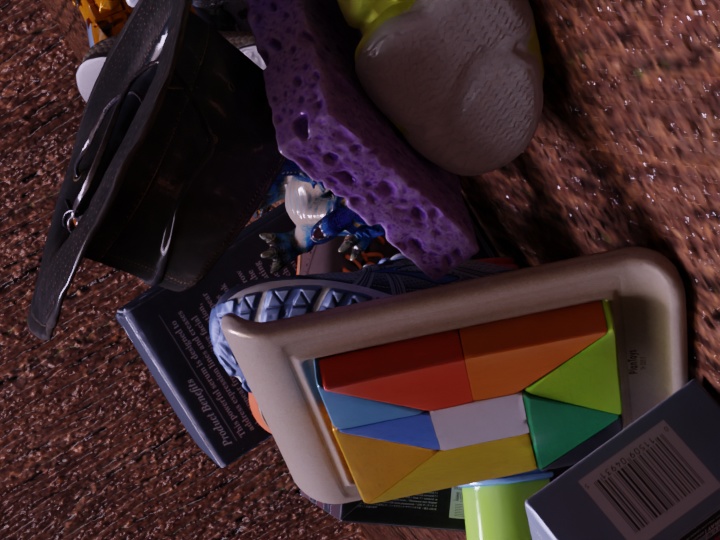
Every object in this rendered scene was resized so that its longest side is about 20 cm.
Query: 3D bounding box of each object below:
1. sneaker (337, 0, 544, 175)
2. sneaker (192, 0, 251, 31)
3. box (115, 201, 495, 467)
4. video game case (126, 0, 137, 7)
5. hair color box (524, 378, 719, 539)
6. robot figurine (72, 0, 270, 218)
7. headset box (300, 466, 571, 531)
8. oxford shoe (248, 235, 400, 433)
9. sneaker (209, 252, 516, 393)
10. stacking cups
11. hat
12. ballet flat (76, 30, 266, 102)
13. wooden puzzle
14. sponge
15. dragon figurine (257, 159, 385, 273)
[{"bbox_3d":[0.016,-0.139,0.779,0.105,0.075,0.201,-102,-14,-59],"label":"sneaker"},{"bbox_3d":[-0.073,-0.179,1.089,0.114,0.075,0.200,57,178,-3],"label":"sneaker"},{"bbox_3d":[-0.035,0.016,1.126,0.107,0.199,0.148,58,172,-4],"label":"box"},{"bbox_3d":[-0.166,-0.281,1.163,0.182,0.024,0.201,-109,2,-65],"label":"video game case"},{"bbox_3d":[0.142,0.142,0.906,0.061,0.099,0.200,51,169,29],"label":"hair color box"},{"bbox_3d":[-0.111,-0.127,1.283,0.201,0.144,0.058,61,161,13],"label":"robot figurine"},{"bbox_3d":[0.047,0.113,1.146,0.200,0.148,0.078,174,102,-82],"label":"headset box"},{"bbox_3d":[0.000,0.000,1.015,0.071,0.201,0.072,15,180,-20],"label":"oxford shoe"},{"bbox_3d":[0.021,0.029,0.951,0.085,0.199,0.078,-108,24,-64],"label":"sneaker"},{"bbox_3d":[0.080,0.094,1.019,0.061,0.060,0.201,150,117,-82],"label":"stacking cups"},{"bbox_3d":[-0.075,-0.054,0.814,0.080,0.202,0.201,20,180,-13],"label":"hat"},{"bbox_3d":[-0.068,-0.114,1.078,0.046,0.199,0.068,-62,-33,-48],"label":"ballet flat"},{"bbox_3d":[0.051,0.060,0.862,0.185,0.199,0.037,72,-167,-59],"label":"wooden puzzle"},{"bbox_3d":[-0.009,-0.099,0.832,0.111,0.030,0.201,37,-153,-42],"label":"sponge"},{"bbox_3d":[0.013,-0.040,0.923,0.099,0.199,0.059,-14,88,40],"label":"dragon figurine"}]
